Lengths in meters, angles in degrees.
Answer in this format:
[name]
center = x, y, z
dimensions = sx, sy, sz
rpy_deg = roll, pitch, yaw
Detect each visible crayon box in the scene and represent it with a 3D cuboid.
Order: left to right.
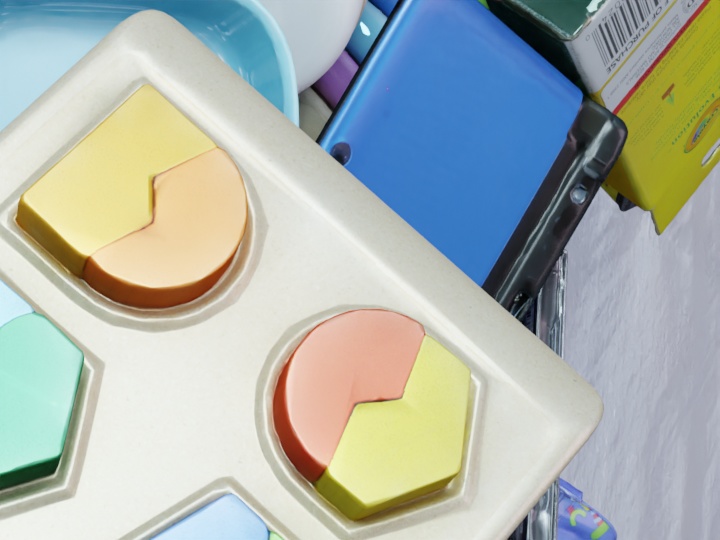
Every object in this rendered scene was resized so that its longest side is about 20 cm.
[crayon box]
center = 0.128, -0.107, 0.841
dimensions = 0.127, 0.051, 0.200
rpy_deg = -50, 153, -6

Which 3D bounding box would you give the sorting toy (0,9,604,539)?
[sorting toy]
center = -0.050, 0.037, 0.557
dimensions = 0.200, 0.185, 0.036
rpy_deg = -46, 175, -30

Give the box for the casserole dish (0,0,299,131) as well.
[casserole dish]
center = -0.083, -0.004, 0.640
dimensions = 0.039, 0.121, 0.201
rpy_deg = -173, -95, -77

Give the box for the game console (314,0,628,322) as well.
[game console]
center = 0.000, 0.000, 0.776
dimensions = 0.200, 0.118, 0.171
rpy_deg = -59, -165, -2

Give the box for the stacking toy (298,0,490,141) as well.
[stacking toy]
center = 0.026, -0.117, 0.805
dimensions = 0.200, 0.085, 0.085
rpy_deg = -46, 145, -16

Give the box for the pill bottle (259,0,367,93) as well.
[pill bottle]
center = -0.035, -0.158, 0.735
dimensions = 0.200, 0.119, 0.120
rpy_deg = -69, 154, -49

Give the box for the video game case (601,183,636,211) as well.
[video game case]
center = 0.104, -0.156, 1.013
dimensions = 0.025, 0.181, 0.200
rpy_deg = -25, 149, -25

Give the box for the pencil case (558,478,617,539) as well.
[pencil case]
center = 0.058, 0.192, 1.032
dimensions = 0.200, 0.078, 0.087
rpy_deg = -58, 178, -25

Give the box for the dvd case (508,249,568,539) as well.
[dvd case]
center = 0.058, 0.080, 0.880
dimensions = 0.200, 0.016, 0.149
rpy_deg = 134, -40, -77
